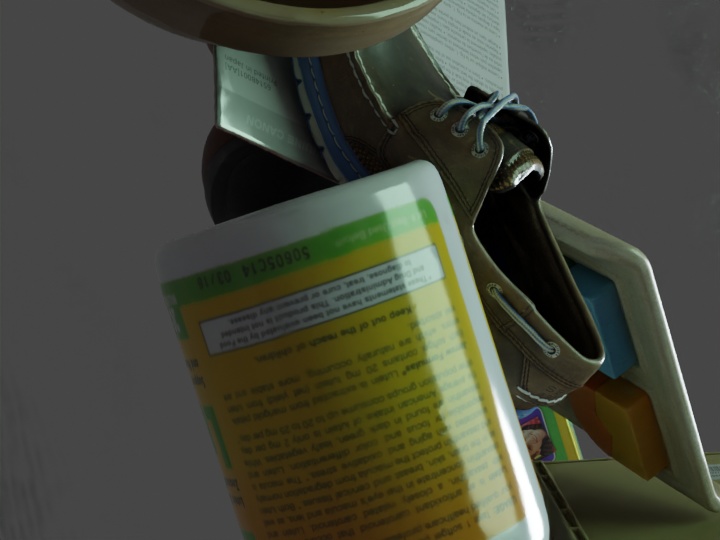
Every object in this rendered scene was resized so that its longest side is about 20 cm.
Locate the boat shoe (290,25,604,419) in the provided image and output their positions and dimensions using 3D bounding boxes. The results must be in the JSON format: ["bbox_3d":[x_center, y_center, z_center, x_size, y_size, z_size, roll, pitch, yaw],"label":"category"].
[{"bbox_3d":[0.042,-0.039,0.678,0.072,0.072,0.201,-31,95,-51],"label":"boat shoe"}]

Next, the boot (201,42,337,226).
[{"bbox_3d":[-0.059,-0.118,0.800,0.201,0.068,0.188,68,17,10],"label":"boot"}]

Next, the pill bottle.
[{"bbox_3d":[0.005,0.070,0.618,0.111,0.111,0.201,-36,108,-83],"label":"pill bottle"}]

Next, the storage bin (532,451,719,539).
[{"bbox_3d":[0.200,0.166,0.913,0.199,0.199,0.094,-111,-162,-78],"label":"storage bin"}]

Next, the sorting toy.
[{"bbox_3d":[0.101,0.031,0.883,0.185,0.036,0.200,32,-24,49],"label":"sorting toy"}]

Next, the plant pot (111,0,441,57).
[{"bbox_3d":[-0.054,-0.156,0.625,0.093,0.200,0.202,-41,-121,53],"label":"plant pot"}]

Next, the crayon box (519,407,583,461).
[{"bbox_3d":[0.064,0.064,1.088,0.058,0.118,0.201,38,35,-78],"label":"crayon box"}]

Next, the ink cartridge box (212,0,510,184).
[{"bbox_3d":[-0.007,-0.100,0.748,0.200,0.045,0.177,23,55,-42],"label":"ink cartridge box"}]
